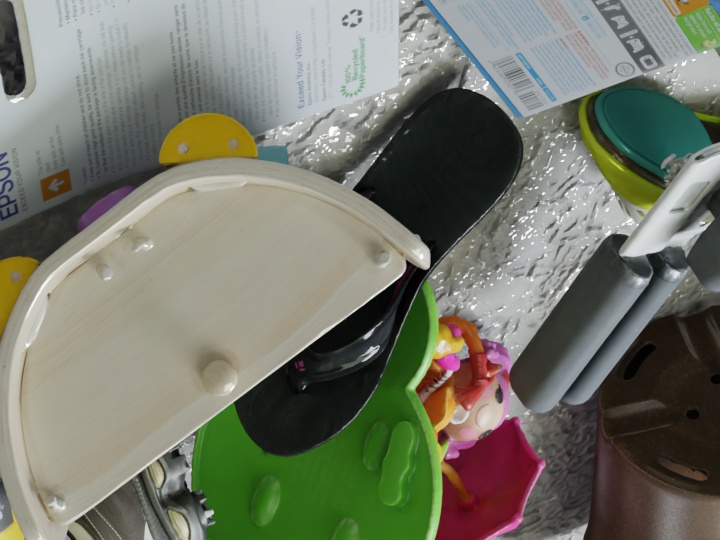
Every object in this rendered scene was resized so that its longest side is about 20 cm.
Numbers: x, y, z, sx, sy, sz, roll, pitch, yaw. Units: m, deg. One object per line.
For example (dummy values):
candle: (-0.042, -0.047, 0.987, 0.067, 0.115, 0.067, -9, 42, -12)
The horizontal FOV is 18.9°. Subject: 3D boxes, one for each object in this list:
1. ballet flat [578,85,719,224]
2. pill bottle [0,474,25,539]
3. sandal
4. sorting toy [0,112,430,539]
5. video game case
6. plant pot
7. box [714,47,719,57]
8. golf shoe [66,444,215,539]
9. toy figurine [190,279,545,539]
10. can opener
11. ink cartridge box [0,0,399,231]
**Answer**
ballet flat: (0.173, -0.051, 1.132, 0.199, 0.067, 0.067, 2, 148, -41)
pill bottle: (-0.195, 0.106, 0.948, 0.112, 0.112, 0.201, -18, 122, -21)
sandal: (0.000, -0.001, 1.024, 0.201, 0.075, 0.048, -56, 171, 7)
sorting toy: (-0.079, 0.012, 0.949, 0.200, 0.107, 0.180, -37, 180, 1)
video game case: (0.129, -0.140, 0.940, 0.199, 0.018, 0.143, -19, 144, 22)
plant pot: (0.218, 0.142, 1.288, 0.199, 0.200, 0.199, -24, 136, -14)
box: (0.253, -0.156, 1.034, 0.122, 0.048, 0.200, -21, 160, -33)
golf shoe: (-0.101, 0.177, 1.060, 0.094, 0.201, 0.078, -24, 178, -16)
toy figurine: (0.030, 0.084, 1.148, 0.184, 0.150, 0.201, 3, 107, -57)
can opener: (0.141, 0.009, 1.072, 0.052, 0.067, 0.200, -7, 148, -38)
ink cartridge box: (-0.078, -0.123, 0.865, 0.199, 0.041, 0.200, -21, 143, -17)
